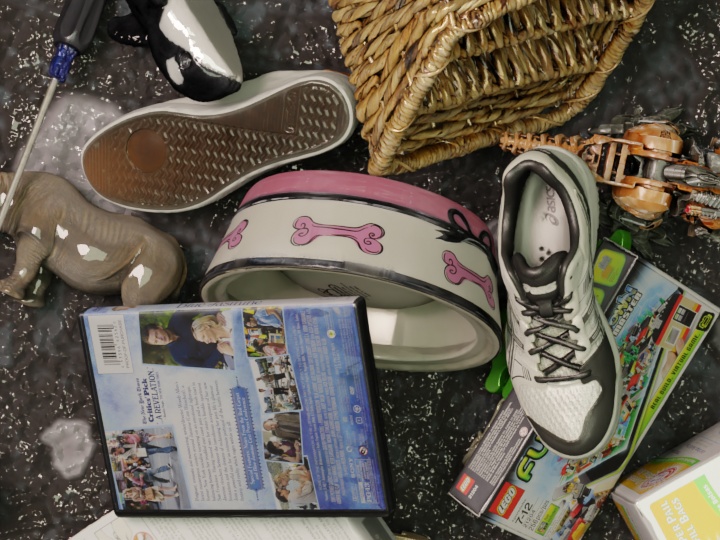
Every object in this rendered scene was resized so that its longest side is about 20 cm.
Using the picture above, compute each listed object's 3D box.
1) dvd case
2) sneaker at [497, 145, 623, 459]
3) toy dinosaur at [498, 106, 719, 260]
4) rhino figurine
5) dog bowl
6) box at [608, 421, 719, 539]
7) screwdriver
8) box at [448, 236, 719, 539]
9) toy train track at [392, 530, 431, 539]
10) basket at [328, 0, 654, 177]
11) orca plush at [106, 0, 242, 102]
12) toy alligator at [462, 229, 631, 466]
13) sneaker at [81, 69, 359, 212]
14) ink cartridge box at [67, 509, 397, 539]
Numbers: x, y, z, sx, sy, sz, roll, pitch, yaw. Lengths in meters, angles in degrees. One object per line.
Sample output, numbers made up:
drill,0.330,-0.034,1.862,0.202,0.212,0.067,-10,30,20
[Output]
dvd case,-0.080,0.089,1.429,0.199,0.018,0.143,-3,106,23
sneaker,0.115,0.021,1.410,0.075,0.088,0.201,-9,86,18
toy dinosaur,0.198,-0.069,1.486,0.200,0.136,0.102,34,89,-4
rhino figurine,-0.208,-0.018,1.495,0.199,0.060,0.088,27,83,-2
dog bowl,0.000,0.000,1.451,0.199,0.200,0.074,12,72,-4
box,0.284,0.150,1.513,0.199,0.101,0.113,-28,93,-3
screwdriver,-0.205,-0.111,1.481,0.028,0.029,0.201,36,62,-44
box,0.151,0.087,1.499,0.110,0.035,0.201,28,94,-45
toy train track,-0.051,0.172,1.527,0.199,0.033,0.115,12,97,1
basket,0.097,-0.157,1.438,0.199,0.142,0.150,-16,92,-39
orca plush,-0.149,-0.184,1.474,0.071,0.105,0.200,-35,83,16
toy alligator,0.111,0.044,1.526,0.054,0.059,0.200,42,107,31
sneaker,-0.087,-0.088,1.505,0.199,0.085,0.073,-11,101,18
ink cartridge box,-0.082,0.195,1.503,0.200,0.057,0.163,-33,94,28
